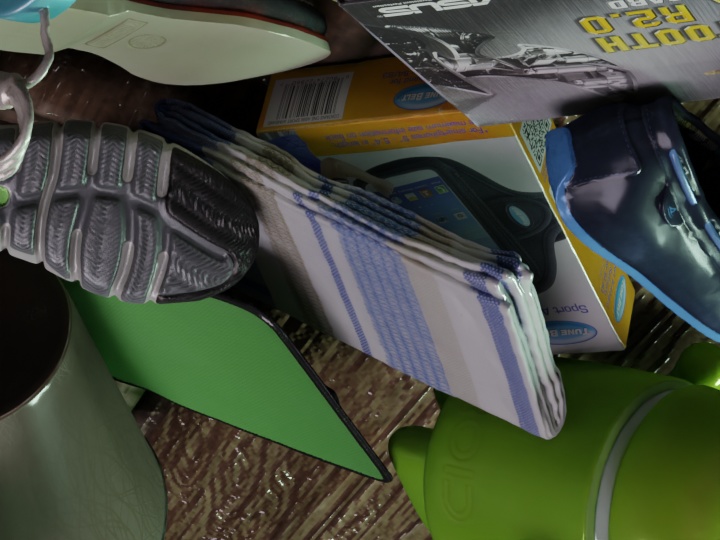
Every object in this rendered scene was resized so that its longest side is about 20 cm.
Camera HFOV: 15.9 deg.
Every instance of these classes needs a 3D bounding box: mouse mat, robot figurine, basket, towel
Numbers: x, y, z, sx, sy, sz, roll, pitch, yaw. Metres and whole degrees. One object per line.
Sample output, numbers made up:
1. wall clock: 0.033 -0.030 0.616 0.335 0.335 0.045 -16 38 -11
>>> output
1. mouse mat: -0.087 0.037 1.238 0.199 0.008 0.161 19 157 35
2. robot figurine: 0.111 0.102 1.211 0.199 0.176 0.116 9 136 39
3. basket: -0.181 0.088 1.274 0.135 0.181 0.201 16 148 17
4. towel: 0.000 0.000 1.143 0.199 0.024 0.147 25 158 26

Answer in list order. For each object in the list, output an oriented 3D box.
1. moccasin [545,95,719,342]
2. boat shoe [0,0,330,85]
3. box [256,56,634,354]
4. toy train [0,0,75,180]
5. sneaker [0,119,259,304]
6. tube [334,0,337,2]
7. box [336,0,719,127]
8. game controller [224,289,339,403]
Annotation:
1. moccasin: 0.154 -0.016 1.064 0.068 0.081 0.200 -25 154 29
2. boat shoe: -0.089 -0.116 1.031 0.199 0.063 0.071 6 159 -45
3. box: 0.046 -0.018 1.171 0.118 0.042 0.200 -5 139 25
4. toy train: -0.166 -0.115 0.935 0.199 0.151 0.056 26 -168 29
5. sneaker: -0.144 -0.047 1.132 0.199 0.116 0.076 12 106 -13
6. tube: -0.071 -0.159 1.002 0.199 0.052 0.058 22 148 -11
7. box: 0.109 -0.108 0.954 0.199 0.049 0.158 -5 164 20
8. game controller: -0.087 0.017 1.244 0.104 0.042 0.200 29 166 50
